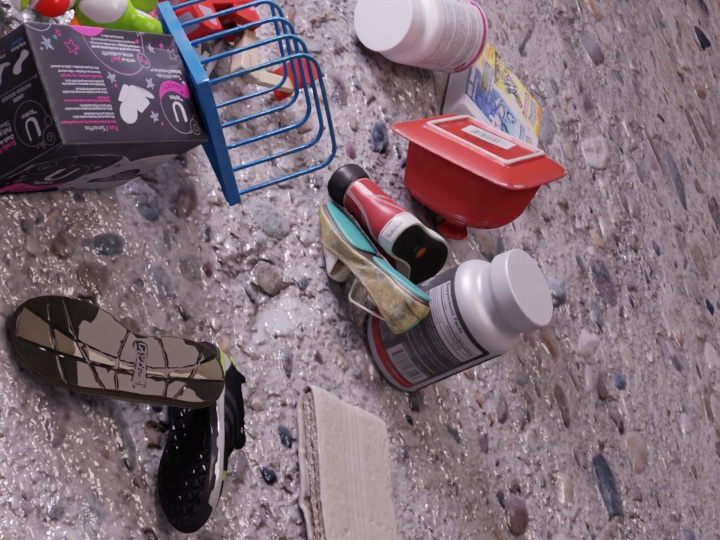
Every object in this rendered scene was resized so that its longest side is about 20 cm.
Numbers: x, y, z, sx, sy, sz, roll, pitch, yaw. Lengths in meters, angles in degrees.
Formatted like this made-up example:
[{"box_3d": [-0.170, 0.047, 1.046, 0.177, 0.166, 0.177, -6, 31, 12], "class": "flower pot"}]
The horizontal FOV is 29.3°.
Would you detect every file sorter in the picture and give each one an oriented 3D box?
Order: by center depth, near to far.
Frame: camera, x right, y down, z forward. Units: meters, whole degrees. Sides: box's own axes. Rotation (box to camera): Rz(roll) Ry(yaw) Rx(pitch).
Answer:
[{"box_3d": [-0.115, -0.188, 1.392, 0.200, 0.122, 0.139, -119, -167, -53], "class": "file sorter"}]

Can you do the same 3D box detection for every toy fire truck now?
[{"box_3d": [-0.135, -0.261, 1.563, 0.200, 0.049, 0.142, -21, 88, -59], "class": "toy fire truck"}]

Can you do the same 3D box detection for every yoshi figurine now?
[{"box_3d": [-0.276, -0.289, 1.332, 0.199, 0.112, 0.112, 30, 7, -21], "class": "yoshi figurine"}]

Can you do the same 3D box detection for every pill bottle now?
[{"box_3d": [0.116, 0.056, 1.599, 0.116, 0.199, 0.116, 35, 41, -39], "class": "pill bottle"}, {"box_3d": [0.085, -0.341, 1.919, 0.200, 0.113, 0.114, -2, 70, -56], "class": "pill bottle"}]

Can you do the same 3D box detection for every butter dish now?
[{"box_3d": [0.142, -0.111, 1.825, 0.199, 0.148, 0.199, 28, 24, 23], "class": "butter dish"}]

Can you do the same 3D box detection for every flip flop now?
[{"box_3d": [-0.217, 0.080, 1.220, 0.199, 0.058, 0.081, 17, 64, -28], "class": "flip flop"}]

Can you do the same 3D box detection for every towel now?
[{"box_3d": [-0.012, 0.230, 1.449, 0.132, 0.034, 0.201, 32, 43, -43], "class": "towel"}]

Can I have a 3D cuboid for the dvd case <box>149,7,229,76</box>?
[{"box_3d": [-0.227, -0.303, 1.522, 0.200, 0.022, 0.146, 50, 34, -24], "class": "dvd case"}]

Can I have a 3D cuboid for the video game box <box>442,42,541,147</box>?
[{"box_3d": [0.204, -0.241, 2.090, 0.182, 0.047, 0.200, 48, 35, -29], "class": "video game box"}]

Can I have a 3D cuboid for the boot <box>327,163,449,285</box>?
[{"box_3d": [0.030, -0.060, 1.684, 0.144, 0.072, 0.200, 45, -2, 25], "class": "boot"}]

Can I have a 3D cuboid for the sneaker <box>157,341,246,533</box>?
[{"box_3d": [-0.133, 0.156, 1.285, 0.083, 0.072, 0.201, 37, 41, -39], "class": "sneaker"}]

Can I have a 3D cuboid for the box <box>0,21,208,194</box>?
[{"box_3d": [-0.260, -0.142, 1.254, 0.200, 0.132, 0.115, -8, 77, -58], "class": "box"}]

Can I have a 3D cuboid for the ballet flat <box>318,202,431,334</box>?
[{"box_3d": [0.000, 0.000, 1.584, 0.200, 0.071, 0.071, 45, 21, 31], "class": "ballet flat"}]
